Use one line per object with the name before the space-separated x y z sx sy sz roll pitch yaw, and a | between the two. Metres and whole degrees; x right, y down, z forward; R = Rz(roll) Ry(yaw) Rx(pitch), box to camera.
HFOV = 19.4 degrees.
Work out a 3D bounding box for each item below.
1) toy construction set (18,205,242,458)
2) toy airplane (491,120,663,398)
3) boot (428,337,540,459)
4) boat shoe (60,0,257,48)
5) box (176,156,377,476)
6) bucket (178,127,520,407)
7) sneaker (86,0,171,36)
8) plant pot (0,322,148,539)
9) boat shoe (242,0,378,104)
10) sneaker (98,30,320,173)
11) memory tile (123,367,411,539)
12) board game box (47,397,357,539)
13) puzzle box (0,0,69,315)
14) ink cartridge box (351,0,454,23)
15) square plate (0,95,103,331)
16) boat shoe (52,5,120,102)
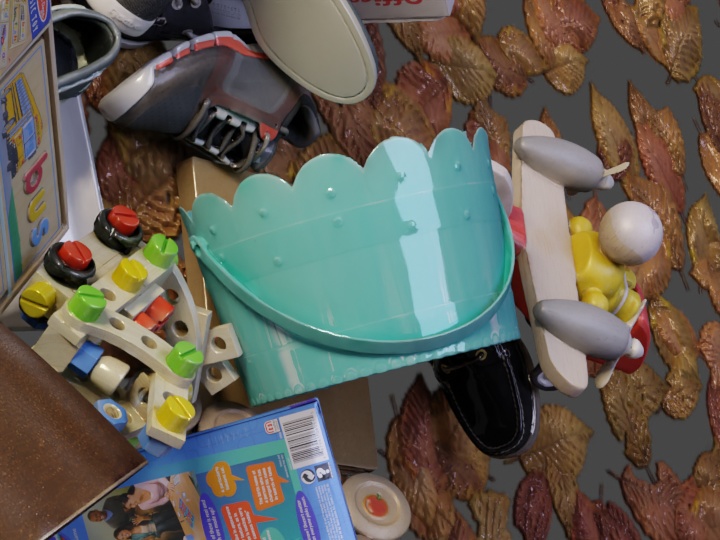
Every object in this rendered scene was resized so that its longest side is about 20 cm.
toy construction set | -0.126 0.036 1.203 0.131 0.092 0.200 38 13 4
toy airplane | 0.138 -0.016 1.459 0.200 0.141 0.199 67 23 5
boot | 0.054 0.038 1.491 0.151 0.073 0.200 10 63 -64
boat shoe | -0.116 -0.181 1.401 0.200 0.060 0.074 11 67 -50
box | -0.055 0.033 1.417 0.163 0.021 0.200 14 64 -49
bucket | 0.000 0.000 1.319 0.207 0.207 0.135 -11 85 -54
sneaker | -0.137 -0.246 1.309 0.073 0.112 0.200 25 31 -49
plant pot | -0.241 0.074 1.053 0.200 0.187 0.187 53 37 1
boat shoe | -0.051 -0.199 1.380 0.200 0.073 0.062 49 36 -8
sneaker | -0.086 -0.105 1.382 0.200 0.077 0.082 -15 75 -54
memory tile | -0.067 0.149 1.272 0.200 0.017 0.153 27 44 -8
board game box | -0.100 0.171 1.190 0.200 0.045 0.152 -14 86 -17
puzzle box | -0.202 -0.058 1.118 0.200 0.025 0.133 92 22 -45
ink cartridge box | -0.018 -0.269 1.440 0.200 0.145 0.084 72 26 -46
square plate | -0.231 -0.056 1.225 0.200 0.028 0.198 -1 76 -52
boat shoe | -0.217 -0.125 1.184 0.200 0.062 0.073 -6 80 -53
